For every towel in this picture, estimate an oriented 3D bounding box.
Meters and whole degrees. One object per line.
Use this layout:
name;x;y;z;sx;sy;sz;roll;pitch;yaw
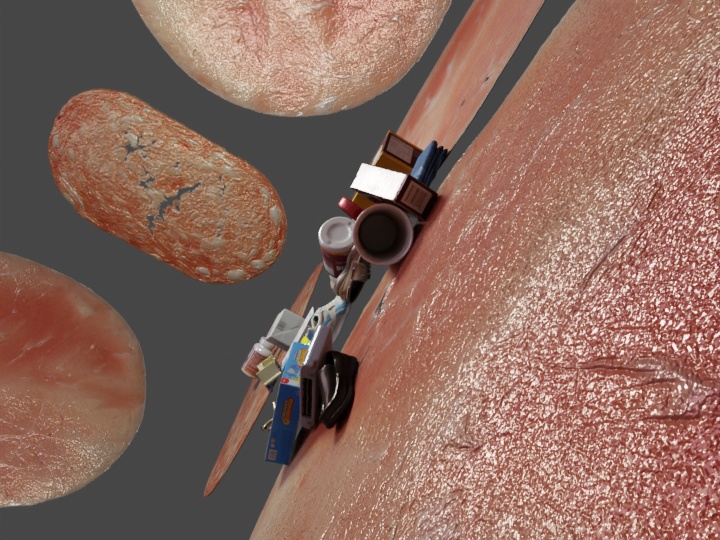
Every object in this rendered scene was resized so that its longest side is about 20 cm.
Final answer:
towel;0.148;-0.218;1.513;0.201;0.048;0.112;-66;11;-27

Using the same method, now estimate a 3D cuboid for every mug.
mug;0.039;-0.105;1.421;0.133;0.178;0.200;-23;5;1

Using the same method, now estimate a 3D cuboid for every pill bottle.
pill bottle;-0.049;-0.045;1.696;0.200;0.114;0.114;82;-152;-56
pill bottle;-0.520;0.449;3.165;0.201;0.112;0.112;-60;8;5

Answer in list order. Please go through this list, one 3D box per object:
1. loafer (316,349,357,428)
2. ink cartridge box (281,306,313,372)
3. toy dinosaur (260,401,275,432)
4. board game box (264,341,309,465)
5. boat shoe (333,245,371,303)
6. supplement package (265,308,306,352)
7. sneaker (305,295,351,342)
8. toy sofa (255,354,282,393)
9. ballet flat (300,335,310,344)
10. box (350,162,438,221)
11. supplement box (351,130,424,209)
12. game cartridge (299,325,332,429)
loafer;-0.057;0.221;1.166;0.073;0.071;0.200;-57;8;22
ink cartridge box;-0.165;0.221;1.875;0.201;0.067;0.116;-61;7;3
toy dinosaur;-0.215;0.405;1.657;0.101;0.058;0.200;-48;10;-25
board game box;-0.158;0.298;1.396;0.196;0.056;0.201;-81;4;-69
boat shoe;0.000;0.000;1.618;0.076;0.072;0.201;-6;-50;-46
supplement package;-0.281;0.237;2.363;0.122;0.119;0.200;-64;8;-16
sneaker;-0.082;0.120;1.655;0.077;0.081;0.200;-55;8;44
toy sofa;-0.353;0.407;2.424;0.083;0.098;0.200;-37;5;-7
ballet flat;-0.134;0.238;1.679;0.067;0.067;0.200;-34;21;22
box;0.072;-0.182;1.399;0.075;0.100;0.200;-61;33;2
supplement box;0.082;-0.264;1.785;0.198;0.132;0.200;-56;9;32
game cartridge;-0.091;0.216;1.273;0.133;0.041;0.201;-64;-16;-49
